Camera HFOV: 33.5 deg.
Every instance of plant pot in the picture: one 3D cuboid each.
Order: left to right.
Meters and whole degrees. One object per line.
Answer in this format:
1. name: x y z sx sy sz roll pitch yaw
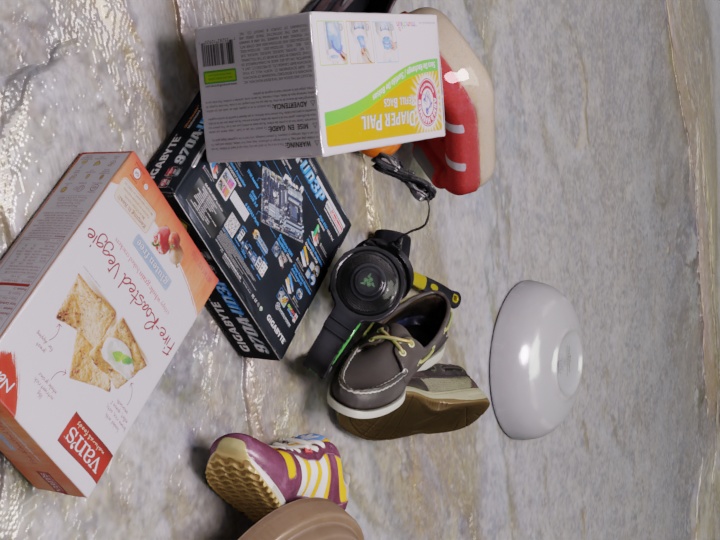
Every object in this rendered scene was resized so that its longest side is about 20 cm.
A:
1. plant pot: -0.049 0.297 0.982 0.200 0.092 0.203 -31 135 -36

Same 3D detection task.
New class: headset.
1. headset: 0.000 0.000 1.074 0.201 0.093 0.123 -56 177 11

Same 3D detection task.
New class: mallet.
1. mallet: 0.063 0.001 1.255 0.199 0.041 0.067 12 86 -61

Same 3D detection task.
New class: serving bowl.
1. serving bowl: 0.233 0.114 1.502 0.199 0.065 0.204 -6 97 -56

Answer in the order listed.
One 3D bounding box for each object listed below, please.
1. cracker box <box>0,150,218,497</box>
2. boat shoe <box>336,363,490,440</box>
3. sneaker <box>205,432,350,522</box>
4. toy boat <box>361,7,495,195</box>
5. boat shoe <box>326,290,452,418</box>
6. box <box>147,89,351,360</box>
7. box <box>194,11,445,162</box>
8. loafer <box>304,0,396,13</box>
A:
1. cracker box: -0.191 0.034 0.831 0.201 0.057 0.135 -62 139 -33
2. boat shoe: 0.045 0.126 1.209 0.198 0.065 0.073 10 129 -44
3. sneaker: -0.066 0.170 1.029 0.091 0.074 0.201 -66 151 -26
4. toy boat: 0.052 -0.152 1.158 0.129 0.131 0.201 -25 144 -11
5. boat shoe: 0.030 0.075 1.139 0.201 0.071 0.061 -37 147 -57
6. box: -0.090 -0.049 0.995 0.201 0.045 0.160 61 44 -40
7. box: -0.025 -0.147 0.949 0.199 0.111 0.103 -19 106 -58
8. loafer: -0.013 -0.218 1.089 0.072 0.062 0.202 52 50 -45
